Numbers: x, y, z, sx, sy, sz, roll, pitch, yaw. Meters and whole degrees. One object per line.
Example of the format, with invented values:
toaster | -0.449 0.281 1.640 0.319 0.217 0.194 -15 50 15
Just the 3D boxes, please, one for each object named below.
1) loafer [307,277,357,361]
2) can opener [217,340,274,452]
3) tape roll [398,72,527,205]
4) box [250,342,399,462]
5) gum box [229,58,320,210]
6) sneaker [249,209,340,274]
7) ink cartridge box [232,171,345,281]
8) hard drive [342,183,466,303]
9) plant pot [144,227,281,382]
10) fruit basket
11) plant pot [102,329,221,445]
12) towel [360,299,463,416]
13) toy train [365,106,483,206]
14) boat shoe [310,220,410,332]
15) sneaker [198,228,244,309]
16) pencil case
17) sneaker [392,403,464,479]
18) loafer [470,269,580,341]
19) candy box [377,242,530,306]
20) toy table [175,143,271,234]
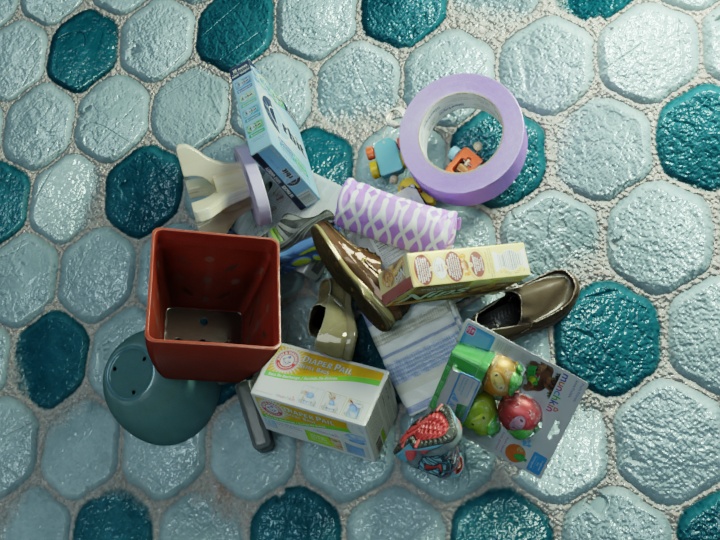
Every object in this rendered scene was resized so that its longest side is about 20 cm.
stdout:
loafer | -0.049 0.067 1.590 0.067 0.200 0.077 9 114 -15
can opener | -0.196 0.207 1.660 0.066 0.053 0.201 -25 70 0
tape roll | 0.164 -0.208 1.599 0.198 0.066 0.202 -4 76 14
box | -0.055 0.203 1.567 0.198 0.113 0.102 12 54 22
gum box | -0.143 -0.226 1.678 0.044 0.170 0.201 -27 53 12
sneaker | -0.123 -0.047 1.652 0.198 0.071 0.083 -16 55 18
ink cartridge box | -0.108 -0.092 1.730 0.199 0.057 0.163 28 85 42
hard drive | 0.077 -0.018 1.609 0.139 0.038 0.201 -29 85 8
plant pot | -0.237 0.074 1.577 0.198 0.177 0.202 5 55 -13
fruit basket | 0.207 0.193 1.475 0.199 0.094 0.187 31 120 18
plant pot | -0.349 0.182 1.674 0.198 0.135 0.202 -5 73 17
towel | 0.099 0.112 1.576 0.146 0.024 0.202 -27 84 10
toy train | 0.107 -0.176 1.670 0.199 0.056 0.151 35 86 21
boat shoe | 0.000 0.000 1.561 0.067 0.072 0.201 -37 82 -20
sneaker | -0.229 -0.027 1.728 0.081 0.074 0.202 -8 81 21
pencil case | 0.058 -0.081 1.551 0.198 0.084 0.086 19 45 7
sneaker | 0.122 0.257 1.473 0.095 0.200 0.080 37 71 -2
loafer | 0.250 0.058 1.526 0.199 0.071 0.073 -31 67 -11
candy box | 0.139 0.006 1.505 0.198 0.115 0.056 -5 75 -23
toy table | -0.222 -0.129 1.642 0.116 0.200 0.186 -16 101 -9
